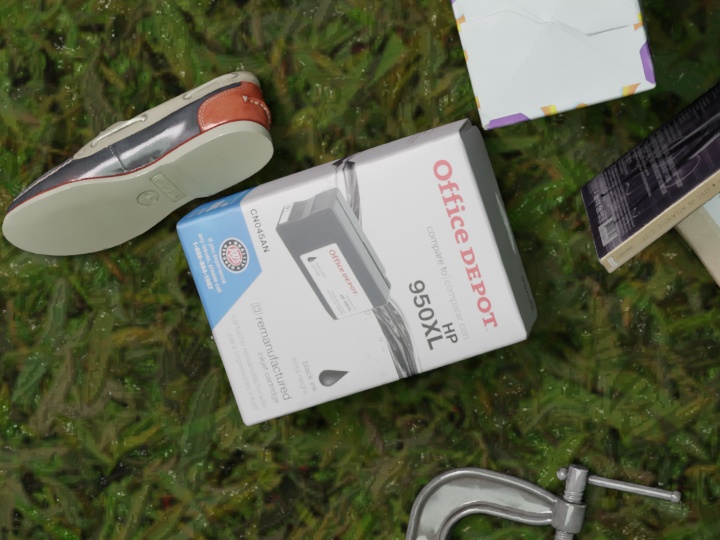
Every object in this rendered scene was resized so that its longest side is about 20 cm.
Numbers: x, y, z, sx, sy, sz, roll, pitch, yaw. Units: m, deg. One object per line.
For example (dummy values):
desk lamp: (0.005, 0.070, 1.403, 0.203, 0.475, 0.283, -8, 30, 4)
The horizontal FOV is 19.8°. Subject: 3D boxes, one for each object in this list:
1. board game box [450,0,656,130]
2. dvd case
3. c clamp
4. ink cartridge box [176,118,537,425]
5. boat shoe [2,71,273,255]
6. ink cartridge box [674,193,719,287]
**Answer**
board game box: (0.119, -0.154, 1.250, 0.104, 0.200, 0.103, -13, 98, 10)
dvd case: (0.224, -0.085, 1.273, 0.200, 0.149, 0.016, -38, 104, 13)
c clamp: (0.106, 0.218, 1.405, 0.170, 0.027, 0.201, 18, 101, 5)
ink cartridge box: (0.000, 0.000, 1.355, 0.199, 0.084, 0.145, -18, 97, 11)
boat shoe: (-0.150, -0.071, 1.381, 0.199, 0.071, 0.063, -23, 53, 14)
ink cartridge box: (0.312, -0.044, 1.304, 0.200, 0.075, 0.165, -38, 91, 12)
